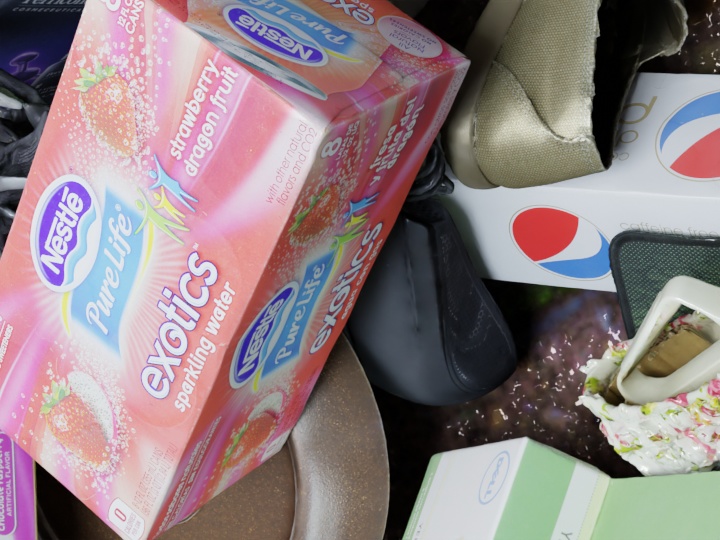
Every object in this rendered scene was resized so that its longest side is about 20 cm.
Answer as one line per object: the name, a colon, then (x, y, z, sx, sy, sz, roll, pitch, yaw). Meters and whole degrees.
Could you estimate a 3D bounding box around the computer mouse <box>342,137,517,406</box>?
computer mouse: (0.000, 0.000, 0.741, 0.138, 0.200, 0.053, 21, 66, 39)

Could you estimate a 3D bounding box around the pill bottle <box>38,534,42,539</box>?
pill bottle: (-0.104, 0.083, 0.863, 0.200, 0.111, 0.111, -42, 73, 31)

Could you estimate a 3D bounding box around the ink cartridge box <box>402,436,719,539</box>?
ink cartridge box: (0.056, 0.135, 0.655, 0.146, 0.048, 0.200, -69, 12, -16)

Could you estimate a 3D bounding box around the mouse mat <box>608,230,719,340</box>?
mouse mat: (0.196, 0.056, 0.670, 0.200, 0.008, 0.161, 5, 129, 33)

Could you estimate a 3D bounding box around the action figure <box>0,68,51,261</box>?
action figure: (-0.167, -0.036, 0.744, 0.102, 0.200, 0.119, 23, 89, -9)

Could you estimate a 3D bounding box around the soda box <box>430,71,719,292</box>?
soda box: (0.119, -0.034, 0.705, 0.200, 0.068, 0.064, 6, 142, 33)

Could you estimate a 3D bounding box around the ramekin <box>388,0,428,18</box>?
ramekin: (-0.016, -0.176, 0.715, 0.098, 0.200, 0.200, 32, 114, 18)

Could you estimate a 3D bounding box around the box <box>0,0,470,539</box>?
box: (-0.058, -0.013, 0.640, 0.103, 0.095, 0.200, 38, 126, 16)

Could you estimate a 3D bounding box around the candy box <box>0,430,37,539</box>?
candy box: (-0.192, 0.120, 0.799, 0.200, 0.061, 0.137, 164, 105, -68)

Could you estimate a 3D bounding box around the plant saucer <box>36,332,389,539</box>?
plant saucer: (-0.082, 0.079, 0.766, 0.200, 0.032, 0.201, 9, 109, 27)

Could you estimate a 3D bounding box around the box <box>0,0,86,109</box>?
box: (-0.189, -0.140, 0.865, 0.200, 0.148, 0.104, -27, 82, 35)

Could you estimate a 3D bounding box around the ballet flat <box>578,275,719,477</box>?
ballet flat: (0.140, 0.018, 0.613, 0.064, 0.076, 0.200, 35, 138, -6)

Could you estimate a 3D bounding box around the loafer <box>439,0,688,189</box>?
loafer: (0.098, -0.116, 0.687, 0.067, 0.076, 0.200, 19, 81, 27)
